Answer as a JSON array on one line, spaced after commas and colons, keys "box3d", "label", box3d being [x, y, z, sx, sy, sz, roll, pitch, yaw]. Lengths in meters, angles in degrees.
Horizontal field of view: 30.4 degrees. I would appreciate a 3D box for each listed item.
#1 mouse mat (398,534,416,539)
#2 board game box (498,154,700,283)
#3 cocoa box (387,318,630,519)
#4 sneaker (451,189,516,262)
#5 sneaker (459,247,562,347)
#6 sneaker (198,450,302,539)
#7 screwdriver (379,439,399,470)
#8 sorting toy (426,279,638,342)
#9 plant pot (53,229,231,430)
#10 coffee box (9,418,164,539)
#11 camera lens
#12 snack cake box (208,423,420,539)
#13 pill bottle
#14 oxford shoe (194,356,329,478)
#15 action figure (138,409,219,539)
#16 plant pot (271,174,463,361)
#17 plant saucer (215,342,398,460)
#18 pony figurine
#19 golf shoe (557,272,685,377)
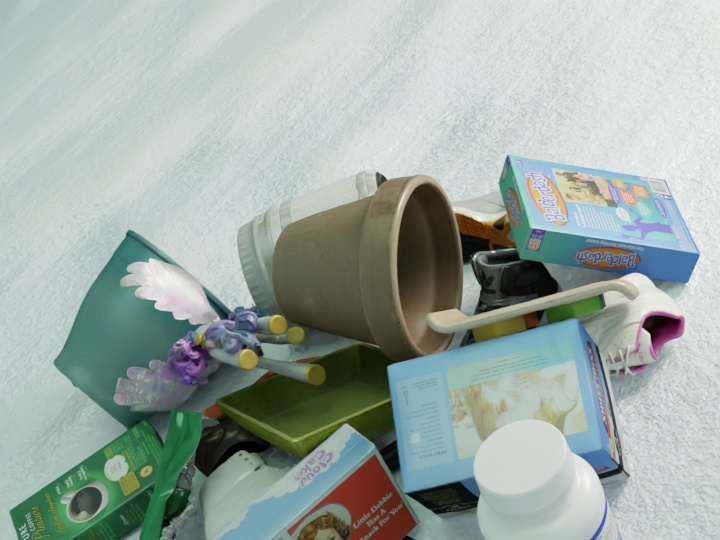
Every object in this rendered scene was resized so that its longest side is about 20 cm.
[{"box3d": [0.023, 0.345, 1.257, 0.160, 0.008, 0.200, 16, 53, 45], "label": "mouse mat"}, {"box3d": [0.263, -0.059, 1.485, 0.197, 0.045, 0.153, 9, 35, -11], "label": "board game box"}, {"box3d": [0.142, 0.147, 1.282, 0.198, 0.131, 0.135, -15, 64, 17], "label": "cocoa box"}, {"box3d": [0.166, -0.066, 1.638, 0.197, 0.076, 0.092, 0, 35, 22], "label": "sneaker"}, {"box3d": [0.141, 0.048, 1.460, 0.075, 0.115, 0.200, 16, 53, 45], "label": "sneaker"}, {"box3d": [-0.088, 0.222, 1.429, 0.198, 0.074, 0.116, -29, 38, 0], "label": "sneaker"}, {"box3d": [0.099, 0.162, 1.424, 0.198, 0.028, 0.029, -30, 6, -6], "label": "screwdriver"}, {"box3d": [0.176, 0.041, 1.314, 0.197, 0.037, 0.185, -11, -2, 13], "label": "sorting toy"}, {"box3d": [-0.270, 0.086, 1.635, 0.189, 0.200, 0.199, -50, 39, -11], "label": "plant pot"}, {"box3d": [-0.306, 0.269, 1.543, 0.199, 0.044, 0.123, -34, 35, -10], "label": "coffee box"}, {"box3d": [-0.033, -0.021, 1.624, 0.198, 0.161, 0.161, -20, 35, 10], "label": "camera lens"}, {"box3d": [-0.050, 0.263, 1.308, 0.199, 0.116, 0.067, -39, 30, -15], "label": "snack cake box"}, {"box3d": [0.165, 0.227, 1.140, 0.111, 0.201, 0.113, -18, 35, 13], "label": "pill bottle"}, {"box3d": [-0.110, 0.170, 1.534, 0.199, 0.071, 0.073, -31, 63, -11], "label": "oxford shoe"}, {"box3d": [-0.206, 0.254, 1.437, 0.118, 0.054, 0.203, 156, 133, -71], "label": "action figure"}, {"box3d": [0.000, 0.000, 1.458, 0.172, 0.202, 0.201, -1, 42, 25], "label": "plant pot"}, {"box3d": [-0.029, 0.148, 1.439, 0.198, 0.049, 0.199, -21, 17, -26], "label": "plant saucer"}, {"box3d": [-0.163, 0.082, 1.462, 0.198, 0.192, 0.169, -1, 78, 46], "label": "pony figurine"}, {"box3d": [0.252, 0.083, 1.380, 0.199, 0.076, 0.091, -39, 39, -13], "label": "golf shoe"}]
